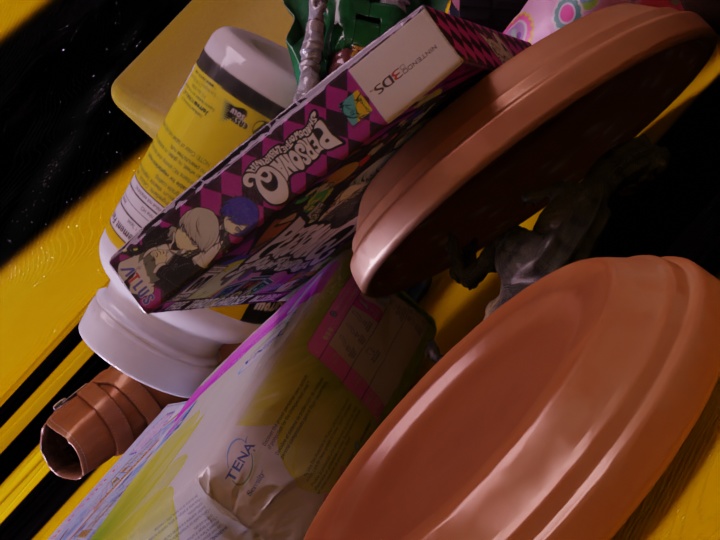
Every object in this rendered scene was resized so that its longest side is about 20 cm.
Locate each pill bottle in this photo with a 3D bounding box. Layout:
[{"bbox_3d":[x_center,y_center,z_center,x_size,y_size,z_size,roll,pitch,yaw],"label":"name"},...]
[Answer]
[{"bbox_3d":[-0.082,-0.031,1.300,0.200,0.112,0.112,-60,6,11],"label":"pill bottle"}]

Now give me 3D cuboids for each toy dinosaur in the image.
[{"bbox_3d":[0.066,0.010,0.954,0.088,0.047,0.200,-26,25,50],"label":"toy dinosaur"}]

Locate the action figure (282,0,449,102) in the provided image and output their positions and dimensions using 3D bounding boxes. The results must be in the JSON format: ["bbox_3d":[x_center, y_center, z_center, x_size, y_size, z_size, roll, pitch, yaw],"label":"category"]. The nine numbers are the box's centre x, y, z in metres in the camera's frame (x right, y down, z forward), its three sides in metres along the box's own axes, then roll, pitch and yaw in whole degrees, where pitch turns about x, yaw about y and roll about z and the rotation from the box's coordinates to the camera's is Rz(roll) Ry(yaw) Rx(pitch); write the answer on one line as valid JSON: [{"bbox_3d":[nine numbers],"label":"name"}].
[{"bbox_3d":[0.002,-0.126,1.225,0.055,0.118,0.201,105,173,-54],"label":"action figure"}]

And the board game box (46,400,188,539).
[{"bbox_3d":[-0.142,0.158,1.281,0.200,0.041,0.199,-48,9,-15],"label":"board game box"}]

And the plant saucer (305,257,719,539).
[{"bbox_3d":[0.043,0.066,0.764,0.200,0.037,0.200,-44,11,11],"label":"plant saucer"}]

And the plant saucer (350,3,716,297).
[{"bbox_3d":[0.073,-0.060,1.021,0.200,0.038,0.200,-35,-10,-7],"label":"plant saucer"}]

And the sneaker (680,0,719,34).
[{"bbox_3d":[0.199,-0.152,0.953,0.200,0.070,0.076,-38,13,47],"label":"sneaker"}]

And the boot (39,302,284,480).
[{"bbox_3d":[-0.130,0.061,1.427,0.155,0.077,0.200,-32,-4,-26],"label":"boot"}]

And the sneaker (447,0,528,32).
[{"bbox_3d":[0.076,-0.144,1.231,0.082,0.070,0.201,-114,37,-73],"label":"sneaker"}]

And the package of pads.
[{"bbox_3d":[-0.053,0.093,1.068,0.154,0.068,0.200,-41,11,39],"label":"package of pads"}]

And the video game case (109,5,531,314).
[{"bbox_3d":[-0.005,-0.047,1.032,0.181,0.036,0.200,-38,-10,14],"label":"video game case"}]

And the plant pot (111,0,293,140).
[{"bbox_3d":[-0.020,-0.103,1.442,0.200,0.200,0.176,-46,19,4],"label":"plant pot"}]

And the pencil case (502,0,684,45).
[{"bbox_3d":[0.131,-0.131,1.127,0.200,0.087,0.087,-45,8,28],"label":"pencil case"}]

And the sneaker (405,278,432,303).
[{"bbox_3d":[0.000,0.000,1.238,0.077,0.085,0.200,-60,-15,7],"label":"sneaker"}]
